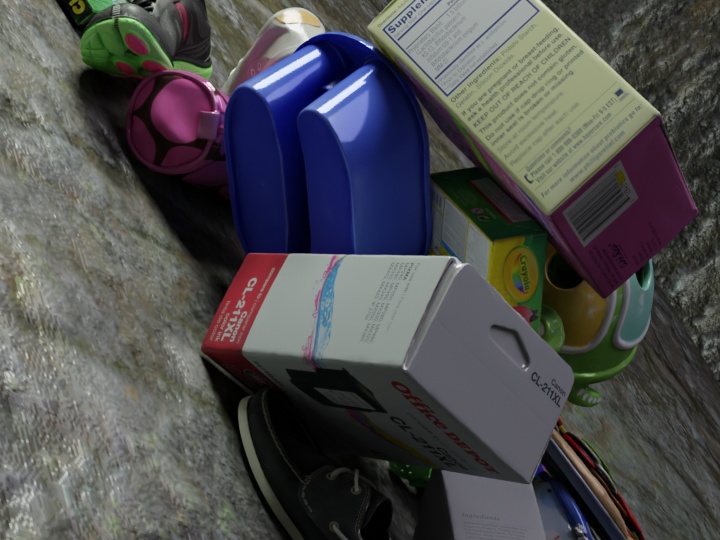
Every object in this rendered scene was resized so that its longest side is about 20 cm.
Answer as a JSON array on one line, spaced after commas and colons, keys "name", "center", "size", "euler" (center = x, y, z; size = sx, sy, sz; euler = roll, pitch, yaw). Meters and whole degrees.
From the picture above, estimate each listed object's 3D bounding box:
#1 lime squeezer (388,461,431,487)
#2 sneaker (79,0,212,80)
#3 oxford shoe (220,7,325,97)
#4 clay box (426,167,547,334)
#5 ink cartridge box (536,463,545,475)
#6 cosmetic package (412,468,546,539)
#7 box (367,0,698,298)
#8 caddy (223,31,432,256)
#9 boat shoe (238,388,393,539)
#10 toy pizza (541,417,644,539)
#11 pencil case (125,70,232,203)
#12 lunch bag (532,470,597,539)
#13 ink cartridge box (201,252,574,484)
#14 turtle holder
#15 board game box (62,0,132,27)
[{"name": "lime squeezer", "center": [0.051, 0.143, 1.134], "size": [0.200, 0.038, 0.071], "euler": [43, 36, -46]}, {"name": "sneaker", "center": [-0.165, -0.192, 1.102], "size": [0.200, 0.076, 0.084], "euler": [-37, 134, -82]}, {"name": "oxford shoe", "center": [-0.075, -0.156, 1.154], "size": [0.075, 0.200, 0.058], "euler": [-4, 75, -26]}, {"name": "clay box", "center": [0.084, 0.040, 1.023], "size": [0.115, 0.047, 0.201], "euler": [-127, -147, -55]}, {"name": "ink cartridge box", "center": [0.145, 0.155, 1.355], "size": [0.201, 0.037, 0.095], "euler": [-105, 172, -47]}, {"name": "cosmetic package", "center": [0.084, 0.221, 0.941], "size": [0.073, 0.102, 0.200], "euler": [9, 31, -8]}, {"name": "box", "center": [0.123, -0.103, 0.985], "size": [0.200, 0.097, 0.176], "euler": [50, 4, 27]}, {"name": "caddy", "center": [-0.017, -0.070, 1.022], "size": [0.141, 0.105, 0.201], "euler": [25, -49, 37]}, {"name": "boat shoe", "center": [-0.010, 0.155, 0.901], "size": [0.201, 0.068, 0.072], "euler": [57, 19, 21]}, {"name": "toy pizza", "center": [0.170, 0.154, 1.135], "size": [0.201, 0.032, 0.200], "euler": [54, -1, 2]}, {"name": "pencil case", "center": [-0.093, -0.093, 1.108], "size": [0.093, 0.091, 0.200], "euler": [23, 2, 31]}, {"name": "lunch bag", "center": [0.159, 0.234, 1.117], "size": [0.200, 0.075, 0.161], "euler": [69, -4, -83]}, {"name": "ink cartridge box", "center": [0.016, 0.061, 0.925], "size": [0.146, 0.199, 0.083], "euler": [43, 64, -34]}, {"name": "turtle holder", "center": [0.154, 0.017, 1.114], "size": [0.185, 0.132, 0.141], "euler": [-12, 46, -37]}, {"name": "board game box", "center": [-0.212, -0.242, 1.206], "size": [0.105, 0.023, 0.200], "euler": [59, 16, 9]}]
